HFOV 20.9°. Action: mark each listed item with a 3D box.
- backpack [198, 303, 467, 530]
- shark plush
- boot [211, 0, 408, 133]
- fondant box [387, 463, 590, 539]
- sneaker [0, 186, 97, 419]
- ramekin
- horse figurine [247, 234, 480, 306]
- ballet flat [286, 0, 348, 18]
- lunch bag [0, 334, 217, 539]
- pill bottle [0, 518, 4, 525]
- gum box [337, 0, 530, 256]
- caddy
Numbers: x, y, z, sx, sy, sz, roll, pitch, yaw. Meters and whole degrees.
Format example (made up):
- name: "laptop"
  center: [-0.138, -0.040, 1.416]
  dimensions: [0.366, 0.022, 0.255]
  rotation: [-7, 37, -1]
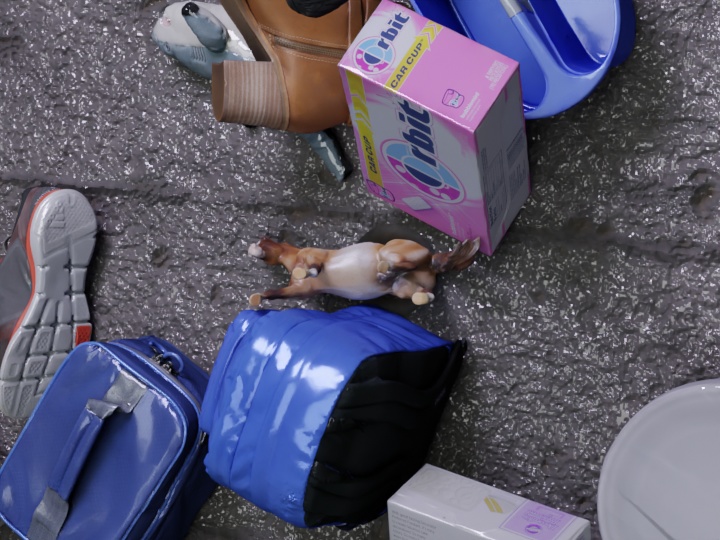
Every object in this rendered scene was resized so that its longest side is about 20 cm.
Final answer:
- name: "backpack"
  center: [-0.039, 0.108, 1.471]
  dimensions: [0.166, 0.200, 0.164]
  rotation: [19, 99, 21]
- name: "shark plush"
  center: [-0.078, -0.152, 1.574]
  dimensions: [0.199, 0.091, 0.083]
  rotation: [37, 126, -4]
- name: "boot"
  center: [-0.033, -0.206, 1.489]
  dimensions: [0.154, 0.077, 0.202]
  rotation: [-2, 95, -19]
- name: "fondant box"
  center: [0.097, 0.258, 1.440]
  dimensions: [0.143, 0.058, 0.202]
  rotation: [16, 126, 32]
- name: "sneaker"
  center: [-0.275, 0.023, 1.651]
  dimensions: [0.082, 0.077, 0.202]
  rotation: [22, 100, 48]
- name: "ramekin"
  center: [0.275, 0.165, 1.382]
  dimensions: [0.201, 0.094, 0.205]
  rotation: [8, 106, 28]
- name: "horse figurine"
  center: [0.000, 0.000, 1.506]
  dimensions: [0.198, 0.133, 0.050]
  rotation: [-3, 98, 11]
- name: "ballet flat"
  center: [0.012, -0.244, 1.456]
  dimensions: [0.056, 0.200, 0.067]
  rotation: [4, 127, 32]
- name: "lunch bag"
  center: [-0.194, 0.147, 1.574]
  dimensions: [0.135, 0.132, 0.201]
  rotation: [35, 105, 18]
- name: "pill bottle"
  center: [-0.386, 0.142, 1.665]
  dimensions: [0.112, 0.113, 0.201]
  rotation: [-29, 81, 21]
- name: "gum box"
  center: [0.059, -0.099, 1.433]
  dimensions: [0.113, 0.200, 0.066]
  rotation: [28, 70, 20]
- name: "caddy"
  center: [0.116, -0.207, 1.447]
  dimensions: [0.141, 0.105, 0.201]
  rotation: [-32, 79, 19]
